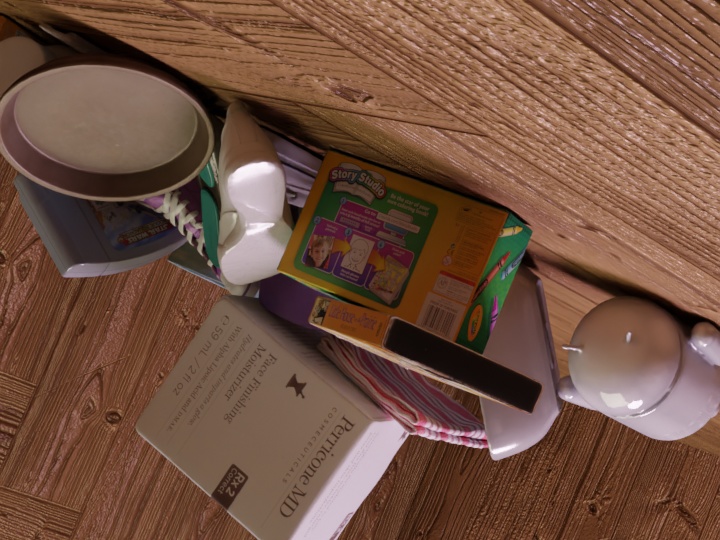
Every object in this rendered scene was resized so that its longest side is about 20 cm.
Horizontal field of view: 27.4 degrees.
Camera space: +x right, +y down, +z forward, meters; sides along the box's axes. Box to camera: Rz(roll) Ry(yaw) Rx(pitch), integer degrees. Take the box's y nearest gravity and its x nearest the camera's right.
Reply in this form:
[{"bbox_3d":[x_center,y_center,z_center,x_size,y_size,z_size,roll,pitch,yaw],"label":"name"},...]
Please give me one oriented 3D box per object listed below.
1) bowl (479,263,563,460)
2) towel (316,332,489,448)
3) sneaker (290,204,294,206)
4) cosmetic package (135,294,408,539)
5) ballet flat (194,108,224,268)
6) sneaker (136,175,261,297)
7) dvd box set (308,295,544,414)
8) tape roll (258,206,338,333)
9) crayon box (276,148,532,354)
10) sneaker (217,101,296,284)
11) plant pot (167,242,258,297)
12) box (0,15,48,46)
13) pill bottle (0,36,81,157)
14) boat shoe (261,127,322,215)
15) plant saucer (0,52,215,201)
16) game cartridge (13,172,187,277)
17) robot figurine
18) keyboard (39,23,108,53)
[{"bbox_3d":[0.154,0.079,1.475,0.074,0.203,0.200,-11,179,11],"label":"bowl"},{"bbox_3d":[0.053,0.119,1.483,0.146,0.030,0.199,42,-170,29],"label":"towel"},{"bbox_3d":[-0.114,-0.086,1.713,0.075,0.105,0.201,-4,-136,-34],"label":"sneaker"},{"bbox_3d":[-0.078,0.150,1.463,0.199,0.166,0.165,37,-171,18],"label":"cosmetic package"},{"bbox_3d":[-0.130,-0.090,1.434,0.067,0.063,0.202,46,151,45],"label":"ballet flat"},{"bbox_3d":[-0.178,-0.053,1.536,0.113,0.073,0.202,-3,-125,-37],"label":"sneaker"},{"bbox_3d":[0.049,0.068,1.240,0.145,0.030,0.200,25,176,-19],"label":"dvd box set"},{"bbox_3d":[0.000,0.000,1.483,0.197,0.086,0.200,9,-166,-2],"label":"tape roll"},{"bbox_3d":[0.036,-0.018,1.285,0.198,0.120,0.058,22,176,32],"label":"crayon box"},{"bbox_3d":[-0.099,-0.069,1.332,0.074,0.089,0.201,-10,147,-13],"label":"sneaker"},{"bbox_3d":[-0.157,-0.034,2.097,0.198,0.136,0.200,23,175,2],"label":"plant pot"},{"bbox_3d":[-0.354,-0.218,1.501,0.118,0.042,0.200,22,173,25],"label":"box"},{"bbox_3d":[-0.279,-0.150,1.434,0.111,0.113,0.200,21,176,28],"label":"pill bottle"},{"bbox_3d":[-0.037,-0.068,1.422,0.198,0.067,0.073,25,176,-21],"label":"boat shoe"},{"bbox_3d":[-0.228,-0.129,1.324,0.197,0.030,0.201,-2,147,-1],"label":"plant saucer"},{"bbox_3d":[-0.252,-0.069,1.561,0.199,0.042,0.134,-25,-105,-42],"label":"game cartridge"},{"bbox_3d":[0.272,0.093,1.404,0.168,0.114,0.199,-28,146,28],"label":"robot figurine"},{"bbox_3d":[-0.212,-0.180,1.383,0.056,0.011,0.199,20,174,42],"label":"keyboard"}]
